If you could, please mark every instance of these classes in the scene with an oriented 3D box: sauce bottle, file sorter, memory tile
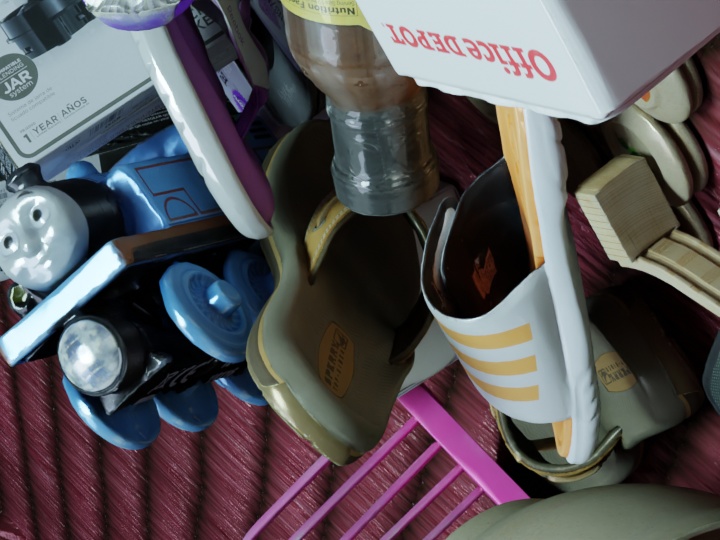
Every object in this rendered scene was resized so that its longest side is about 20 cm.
[{"bbox_3d":[0.000,-0.113,1.086,0.065,0.065,0.200,37,146,43],"label":"sauce bottle"},{"bbox_3d":[0.043,0.158,1.428,0.139,0.125,0.200,45,178,24],"label":"file sorter"},{"bbox_3d":[0.059,-0.090,1.128,0.200,0.017,0.153,43,162,29],"label":"memory tile"}]

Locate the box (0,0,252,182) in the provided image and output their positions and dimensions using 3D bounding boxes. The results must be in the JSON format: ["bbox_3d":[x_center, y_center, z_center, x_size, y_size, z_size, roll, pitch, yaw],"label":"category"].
[{"bbox_3d":[-0.147,-0.145,1.213,0.200,0.117,0.060,54,169,4],"label":"box"}]

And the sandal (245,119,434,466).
[{"bbox_3d":[0.000,0.000,1.154,0.080,0.054,0.200,39,-155,-18],"label":"sandal"}]

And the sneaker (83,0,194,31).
[{"bbox_3d":[-0.064,-0.168,1.092,0.100,0.070,0.200,57,-148,-63],"label":"sneaker"}]

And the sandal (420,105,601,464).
[{"bbox_3d":[0.049,-0.013,1.125,0.079,0.059,0.207,-102,0,-51],"label":"sandal"}]

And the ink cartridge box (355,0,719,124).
[{"bbox_3d":[0.028,-0.156,0.941,0.200,0.084,0.145,60,163,-22],"label":"ink cartridge box"}]

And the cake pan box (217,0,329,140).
[{"bbox_3d":[-0.061,-0.154,1.241,0.200,0.052,0.184,55,169,5],"label":"cake pan box"}]

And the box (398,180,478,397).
[{"bbox_3d":[-0.025,-0.006,1.404,0.200,0.095,0.078,22,140,59],"label":"box"}]

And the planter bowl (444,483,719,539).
[{"bbox_3d":[0.096,0.172,1.235,0.135,0.200,0.200,26,150,50],"label":"planter bowl"}]

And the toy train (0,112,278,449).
[{"bbox_3d":[-0.076,0.001,1.202,0.114,0.087,0.200,53,-155,11],"label":"toy train"}]

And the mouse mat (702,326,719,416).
[{"bbox_3d":[0.188,0.052,1.047,0.161,0.008,0.200,47,156,21],"label":"mouse mat"}]

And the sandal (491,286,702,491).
[{"bbox_3d":[0.089,0.058,1.268,0.080,0.054,0.200,52,164,3],"label":"sandal"}]

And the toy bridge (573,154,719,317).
[{"bbox_3d":[0.148,-0.001,1.008,0.200,0.027,0.067,10,134,60],"label":"toy bridge"}]

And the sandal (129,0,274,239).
[{"bbox_3d":[-0.066,-0.111,1.139,0.082,0.050,0.203,24,-137,-80],"label":"sandal"}]

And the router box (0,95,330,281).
[{"bbox_3d":[-0.122,-0.063,1.365,0.149,0.200,0.051,34,134,51],"label":"router box"}]
